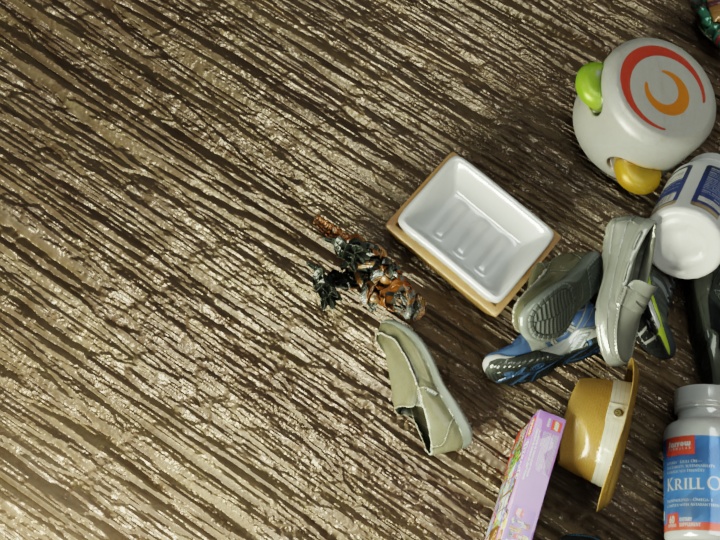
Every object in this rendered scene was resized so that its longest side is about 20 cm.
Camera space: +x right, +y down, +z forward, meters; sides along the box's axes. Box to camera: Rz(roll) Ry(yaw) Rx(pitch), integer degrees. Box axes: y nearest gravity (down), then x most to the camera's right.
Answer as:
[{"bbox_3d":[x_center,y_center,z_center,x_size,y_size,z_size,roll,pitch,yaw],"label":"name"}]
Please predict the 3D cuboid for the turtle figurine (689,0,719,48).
[{"bbox_3d":[0.565,-0.414,1.629,0.148,0.101,0.202,10,52,-17],"label":"turtle figurine"}]

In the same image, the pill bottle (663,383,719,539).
[{"bbox_3d":[0.451,0.257,1.359,0.111,0.112,0.202,6,68,-3],"label":"pill bottle"}]

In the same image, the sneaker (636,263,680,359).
[{"bbox_3d":[0.417,0.025,1.466,0.080,0.074,0.202,-5,72,-10],"label":"sneaker"}]

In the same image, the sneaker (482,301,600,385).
[{"bbox_3d":[0.249,0.097,1.428,0.198,0.076,0.078,-16,65,-21],"label":"sneaker"}]

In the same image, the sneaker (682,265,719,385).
[{"bbox_3d":[0.518,0.069,1.454,0.113,0.076,0.202,1,64,2],"label":"sneaker"}]

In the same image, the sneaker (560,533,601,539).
[{"bbox_3d":[0.265,0.430,1.309,0.081,0.073,0.202,15,62,18],"label":"sneaker"}]

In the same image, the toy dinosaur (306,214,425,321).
[{"bbox_3d":[0.000,0.000,1.430,0.199,0.135,0.103,24,108,33],"label":"toy dinosaur"}]

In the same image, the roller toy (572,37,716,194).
[{"bbox_3d":[0.411,-0.227,1.522,0.181,0.140,0.201,-31,80,-24],"label":"roller toy"}]

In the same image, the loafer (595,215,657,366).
[{"bbox_3d":[0.356,0.027,1.381,0.070,0.069,0.203,8,85,-47],"label":"loafer"}]

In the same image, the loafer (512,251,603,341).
[{"bbox_3d":[0.253,0.032,1.384,0.069,0.076,0.199,11,28,37],"label":"loafer"}]

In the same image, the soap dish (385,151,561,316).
[{"bbox_3d":[0.156,-0.048,1.463,0.199,0.081,0.158,39,71,10],"label":"soap dish"}]

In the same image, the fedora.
[{"bbox_3d":[0.300,0.202,1.334,0.081,0.201,0.203,13,68,13],"label":"fedora"}]

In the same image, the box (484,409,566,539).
[{"bbox_3d":[0.199,0.288,1.311,0.039,0.137,0.202,20,68,3],"label":"box"}]

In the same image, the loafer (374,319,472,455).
[{"bbox_3d":[0.072,0.156,1.382,0.069,0.075,0.201,-28,74,-19],"label":"loafer"}]

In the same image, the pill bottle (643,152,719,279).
[{"bbox_3d":[0.473,-0.084,1.462,0.110,0.112,0.200,33,43,7],"label":"pill bottle"}]
